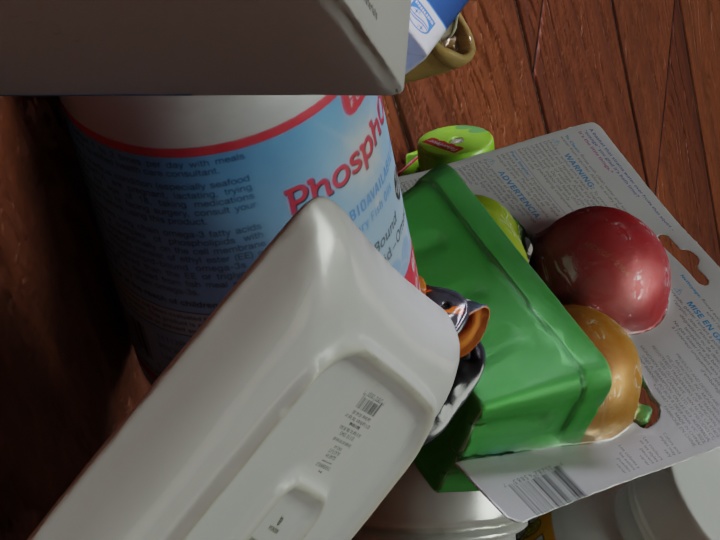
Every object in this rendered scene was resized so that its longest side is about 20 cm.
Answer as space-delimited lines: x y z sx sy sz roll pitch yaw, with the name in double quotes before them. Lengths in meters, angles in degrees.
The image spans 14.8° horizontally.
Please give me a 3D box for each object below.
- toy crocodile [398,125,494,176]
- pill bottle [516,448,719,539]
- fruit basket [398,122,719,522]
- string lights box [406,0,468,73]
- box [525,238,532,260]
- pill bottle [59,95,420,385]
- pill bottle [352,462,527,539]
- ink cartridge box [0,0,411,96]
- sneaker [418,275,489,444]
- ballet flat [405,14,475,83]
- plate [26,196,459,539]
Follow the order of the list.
"toy crocodile" 0.028 -0.017 1.370 0.200 0.061 0.068 -58 146 -56
"pill bottle" 0.108 0.167 1.352 0.113 0.200 0.113 35 31 -24
"fruit basket" 0.084 0.022 1.233 0.199 0.185 0.094 -14 146 -42
"string lights box" 0.002 -0.118 1.108 0.059 0.103 0.200 50 31 -9
"box" 0.070 0.049 1.392 0.158 0.050 0.200 -63 179 29
"pill bottle" -0.045 -0.050 0.961 0.109 0.108 0.201 -75 159 -45
"pill bottle" 0.033 0.179 1.262 0.114 0.114 0.201 -19 109 -75
"ink cartridge box" -0.065 -0.166 0.806 0.145 0.147 0.201 45 47 -70
"sneaker" 0.000 0.000 1.132 0.078 0.112 0.201 61 31 -63
"ballet flat" 0.017 -0.173 1.296 0.200 0.063 0.069 76 17 -44
"plate" -0.042 0.082 0.911 0.200 0.032 0.200 -51 160 -2
